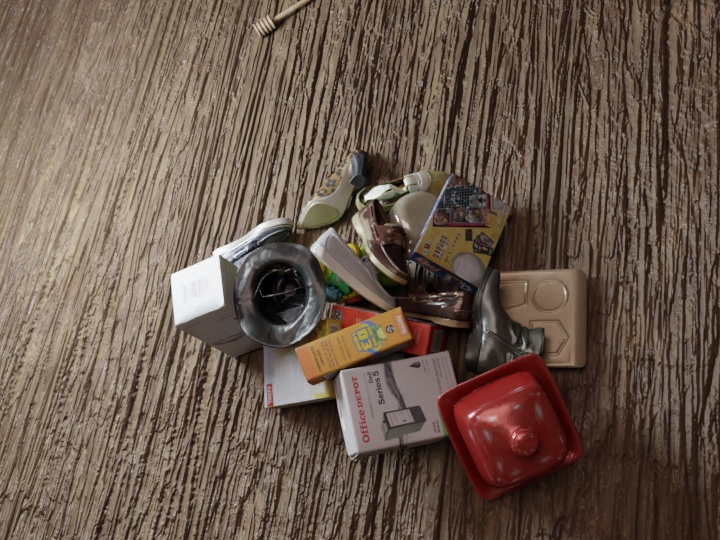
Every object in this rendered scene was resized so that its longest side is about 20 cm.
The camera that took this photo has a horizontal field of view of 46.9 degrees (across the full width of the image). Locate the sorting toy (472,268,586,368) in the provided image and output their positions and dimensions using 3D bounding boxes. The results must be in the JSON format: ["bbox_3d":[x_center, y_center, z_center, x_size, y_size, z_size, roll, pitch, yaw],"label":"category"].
[{"bbox_3d":[0.306,0.088,1.500,0.199,0.036,0.186,0,67,17],"label":"sorting toy"}]

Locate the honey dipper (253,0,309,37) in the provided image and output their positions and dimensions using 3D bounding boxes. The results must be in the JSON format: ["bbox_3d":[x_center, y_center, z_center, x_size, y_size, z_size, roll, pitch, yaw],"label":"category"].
[{"bbox_3d":[-0.169,-0.636,2.029,0.200,0.038,0.038,-31,59,1],"label":"honey dipper"}]

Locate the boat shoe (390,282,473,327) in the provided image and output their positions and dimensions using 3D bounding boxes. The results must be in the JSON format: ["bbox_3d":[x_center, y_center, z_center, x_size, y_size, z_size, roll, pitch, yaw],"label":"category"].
[{"bbox_3d":[0.129,0.058,1.530,0.200,0.070,0.071,7,98,46],"label":"boat shoe"}]

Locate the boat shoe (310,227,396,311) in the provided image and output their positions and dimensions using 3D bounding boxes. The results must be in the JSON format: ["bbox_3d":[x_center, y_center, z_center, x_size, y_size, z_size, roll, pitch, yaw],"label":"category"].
[{"bbox_3d":[0.000,0.000,1.519,0.200,0.072,0.069,40,85,-12],"label":"boat shoe"}]

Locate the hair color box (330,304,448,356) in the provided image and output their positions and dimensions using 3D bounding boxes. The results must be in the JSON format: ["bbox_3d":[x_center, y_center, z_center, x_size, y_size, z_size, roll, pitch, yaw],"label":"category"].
[{"bbox_3d":[0.051,0.110,1.544,0.199,0.101,0.061,10,90,25],"label":"hair color box"}]

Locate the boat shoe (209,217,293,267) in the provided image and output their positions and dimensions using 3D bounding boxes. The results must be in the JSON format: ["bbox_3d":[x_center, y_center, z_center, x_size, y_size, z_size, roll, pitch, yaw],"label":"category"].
[{"bbox_3d":[-0.218,-0.029,1.748,0.200,0.075,0.093,-28,66,17],"label":"boat shoe"}]

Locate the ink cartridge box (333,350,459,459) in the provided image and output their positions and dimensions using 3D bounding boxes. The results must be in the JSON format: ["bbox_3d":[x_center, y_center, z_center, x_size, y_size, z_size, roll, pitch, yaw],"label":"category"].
[{"bbox_3d":[0.067,0.233,1.437,0.199,0.084,0.146,-9,74,-13],"label":"ink cartridge box"}]

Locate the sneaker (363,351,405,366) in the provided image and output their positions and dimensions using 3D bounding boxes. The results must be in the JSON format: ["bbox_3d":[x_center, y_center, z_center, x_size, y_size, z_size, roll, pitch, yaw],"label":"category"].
[{"bbox_3d":[-0.017,0.161,1.573,0.200,0.073,0.115,-19,58,13],"label":"sneaker"}]

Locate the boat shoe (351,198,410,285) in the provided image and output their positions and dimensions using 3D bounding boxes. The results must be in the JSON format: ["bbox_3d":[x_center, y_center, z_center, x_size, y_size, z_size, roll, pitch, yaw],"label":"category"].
[{"bbox_3d":[0.049,-0.058,1.525,0.072,0.072,0.200,-48,41,20],"label":"boat shoe"}]

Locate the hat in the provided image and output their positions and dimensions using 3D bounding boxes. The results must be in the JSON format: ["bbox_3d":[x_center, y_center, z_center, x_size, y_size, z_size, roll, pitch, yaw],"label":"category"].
[{"bbox_3d":[-0.141,0.052,1.546,0.200,0.081,0.201,-4,73,14],"label":"hat"}]

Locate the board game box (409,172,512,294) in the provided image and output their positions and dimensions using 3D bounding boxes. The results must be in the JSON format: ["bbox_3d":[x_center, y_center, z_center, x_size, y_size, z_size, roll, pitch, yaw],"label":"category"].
[{"bbox_3d":[0.189,-0.071,1.550,0.135,0.035,0.200,30,60,-3],"label":"board game box"}]

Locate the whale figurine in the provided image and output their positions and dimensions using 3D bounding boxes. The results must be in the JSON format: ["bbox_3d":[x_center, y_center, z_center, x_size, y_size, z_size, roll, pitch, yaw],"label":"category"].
[{"bbox_3d":[0.136,-0.054,1.605,0.159,0.104,0.200,-34,78,-31],"label":"whale figurine"}]

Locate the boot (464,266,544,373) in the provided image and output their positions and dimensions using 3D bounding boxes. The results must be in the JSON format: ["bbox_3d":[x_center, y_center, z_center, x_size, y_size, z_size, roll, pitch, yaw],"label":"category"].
[{"bbox_3d":[0.263,0.098,1.461,0.130,0.068,0.201,8,75,13],"label":"boot"}]

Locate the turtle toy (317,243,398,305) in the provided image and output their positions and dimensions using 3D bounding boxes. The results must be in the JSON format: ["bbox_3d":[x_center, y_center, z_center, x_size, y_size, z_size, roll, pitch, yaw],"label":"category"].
[{"bbox_3d":[-0.007,0.007,1.611,0.199,0.146,0.101,-23,82,12],"label":"turtle toy"}]

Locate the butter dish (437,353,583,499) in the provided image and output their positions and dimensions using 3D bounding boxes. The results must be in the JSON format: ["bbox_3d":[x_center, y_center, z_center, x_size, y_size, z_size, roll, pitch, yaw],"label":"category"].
[{"bbox_3d":[0.250,0.261,1.331,0.199,0.148,0.201,-24,91,0],"label":"butter dish"}]

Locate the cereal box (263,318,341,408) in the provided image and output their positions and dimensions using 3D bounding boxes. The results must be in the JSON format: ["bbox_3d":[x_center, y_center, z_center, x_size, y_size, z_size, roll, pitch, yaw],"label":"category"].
[{"bbox_3d":[-0.110,0.178,1.557,0.200,0.039,0.144,-17,69,46],"label":"cereal box"}]

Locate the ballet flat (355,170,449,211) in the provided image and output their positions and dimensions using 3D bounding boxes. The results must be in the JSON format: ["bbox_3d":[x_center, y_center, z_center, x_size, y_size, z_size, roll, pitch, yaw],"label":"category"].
[{"bbox_3d":[0.083,-0.162,1.685,0.199,0.071,0.071,-17,61,14],"label":"ballet flat"}]

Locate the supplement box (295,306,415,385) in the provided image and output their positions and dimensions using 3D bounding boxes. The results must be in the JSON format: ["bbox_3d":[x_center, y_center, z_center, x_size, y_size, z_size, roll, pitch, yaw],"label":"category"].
[{"bbox_3d":[-0.008,0.131,1.443,0.199,0.069,0.067,-22,75,-3],"label":"supplement box"}]

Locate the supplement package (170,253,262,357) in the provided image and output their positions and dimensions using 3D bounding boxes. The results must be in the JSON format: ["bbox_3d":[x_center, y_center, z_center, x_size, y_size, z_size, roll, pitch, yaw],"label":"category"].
[{"bbox_3d":[-0.263,0.074,1.631,0.117,0.200,0.118,-23,59,17],"label":"supplement package"}]

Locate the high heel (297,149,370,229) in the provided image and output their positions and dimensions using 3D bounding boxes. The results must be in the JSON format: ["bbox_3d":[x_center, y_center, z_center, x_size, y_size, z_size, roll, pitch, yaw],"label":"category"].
[{"bbox_3d":[-0.057,-0.171,1.767,0.200,0.071,0.143,-37,24,24],"label":"high heel"}]
